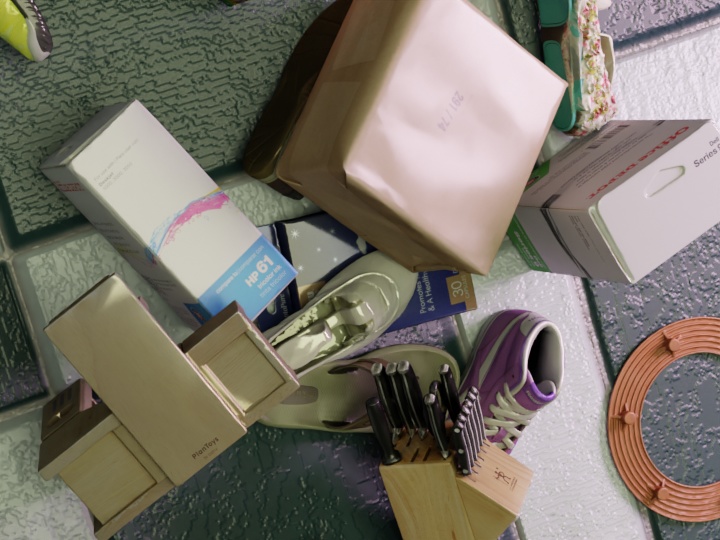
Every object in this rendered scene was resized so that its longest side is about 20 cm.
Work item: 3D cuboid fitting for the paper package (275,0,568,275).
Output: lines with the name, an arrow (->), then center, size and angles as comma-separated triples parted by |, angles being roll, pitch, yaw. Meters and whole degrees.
paper package -> 0.055, -0.122, 1.660 | 0.191, 0.103, 0.200 | 34, 71, -32

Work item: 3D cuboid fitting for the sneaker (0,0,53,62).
sneaker -> -0.333, -0.242, 1.596 | 0.076, 0.075, 0.200 | -44, 96, -5

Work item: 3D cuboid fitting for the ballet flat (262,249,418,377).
ballet flat -> -0.024, 0.049, 1.688 | 0.200, 0.069, 0.069 | -33, 103, -14

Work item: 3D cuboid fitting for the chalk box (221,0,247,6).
chalk box -> -0.132, -0.334, 1.629 | 0.200, 0.124, 0.124 | 40, 80, -18

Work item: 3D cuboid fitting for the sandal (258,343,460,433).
sandal -> -0.003, 0.111, 1.735 | 0.201, 0.057, 0.080 | -5, 95, -19

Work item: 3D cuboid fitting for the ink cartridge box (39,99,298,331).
ink cartridge box -> -0.162, -0.043, 1.621 | 0.085, 0.145, 0.200 | -47, 105, -11

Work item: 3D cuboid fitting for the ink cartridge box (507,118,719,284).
ink cartridge box -> 0.229, -0.064, 1.733 | 0.146, 0.200, 0.084 | -35, 105, -14

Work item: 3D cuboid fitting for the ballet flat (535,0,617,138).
ballet flat -> 0.200, -0.222, 1.788 | 0.064, 0.076, 0.200 | -13, 107, -26

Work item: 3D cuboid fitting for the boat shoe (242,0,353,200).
boat shoe -> -0.031, -0.153, 1.709 | 0.066, 0.072, 0.201 | 40, 72, -35

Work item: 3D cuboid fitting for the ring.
ring -> 0.330, 0.144, 1.879 | 0.200, 0.019, 0.200 | -1, 94, -19

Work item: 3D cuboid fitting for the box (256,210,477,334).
box -> 0.000, 0.000, 1.745 | 0.200, 0.032, 0.121 | -15, 98, -17

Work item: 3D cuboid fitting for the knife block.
knife block -> 0.052, 0.177, 1.716 | 0.176, 0.200, 0.064 | 33, 38, -2

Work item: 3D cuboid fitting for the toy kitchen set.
toy kitchen set -> -0.184, 0.073, 1.579 | 0.200, 0.180, 0.163 | -38, 105, 2

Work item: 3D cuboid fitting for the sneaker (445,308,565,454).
sneaker -> 0.125, 0.132, 1.754 | 0.073, 0.114, 0.201 | 17, 88, -21
